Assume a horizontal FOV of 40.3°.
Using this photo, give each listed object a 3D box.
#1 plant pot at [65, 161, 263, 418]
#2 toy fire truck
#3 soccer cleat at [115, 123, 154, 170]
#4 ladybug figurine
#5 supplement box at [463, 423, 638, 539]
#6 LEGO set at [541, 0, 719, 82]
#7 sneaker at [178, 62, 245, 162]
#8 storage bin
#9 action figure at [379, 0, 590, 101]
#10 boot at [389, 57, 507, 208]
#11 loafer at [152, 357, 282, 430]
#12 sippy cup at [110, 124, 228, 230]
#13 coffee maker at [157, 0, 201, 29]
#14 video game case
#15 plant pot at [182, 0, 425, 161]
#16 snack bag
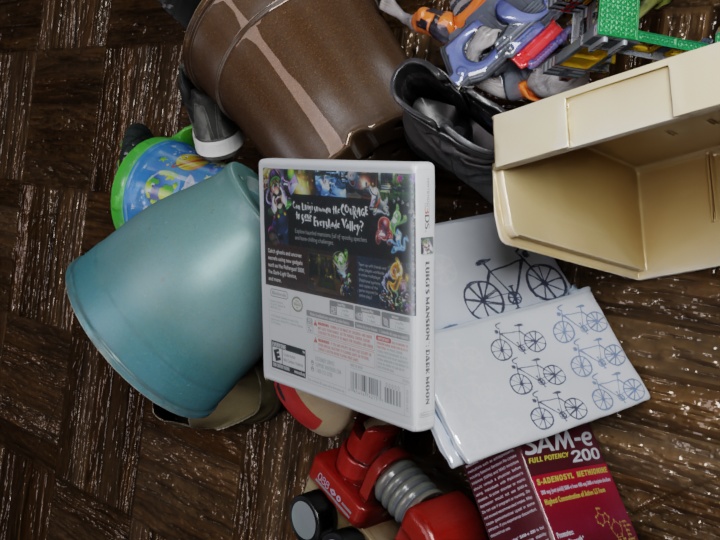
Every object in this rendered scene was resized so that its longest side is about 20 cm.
[{"bbox_3d":[-0.143,0.006,0.946,0.188,0.200,0.200,-40,58,10],"label":"plant pot"},{"bbox_3d":[0.051,0.183,0.852,0.176,0.128,0.201,42,125,38],"label":"toy fire truck"},{"bbox_3d":[-0.251,-0.084,1.200,0.081,0.067,0.201,-9,82,28],"label":"soccer cleat"},{"bbox_3d":[-0.037,0.079,0.888,0.200,0.072,0.137,144,139,-75],"label":"ladybug figurine"},{"bbox_3d":[0.147,0.180,0.750,0.061,0.108,0.201,-37,63,37],"label":"supplement box"},{"bbox_3d":[0.207,-0.215,0.715,0.116,0.153,0.201,160,107,-78],"label":"LEGO set"},{"bbox_3d":[-0.162,-0.207,1.067,0.201,0.066,0.091,-104,2,-51],"label":"sneaker"},{"bbox_3d":[0.219,-0.066,0.639,0.199,0.198,0.094,-12,74,43],"label":"storage bin"},{"bbox_3d":[0.135,-0.219,0.825,0.200,0.105,0.194,-35,60,-1],"label":"action figure"},{"bbox_3d":[0.111,-0.083,0.743,0.199,0.132,0.070,25,89,7],"label":"boot"},{"bbox_3d":[-0.158,0.142,1.075,0.200,0.067,0.076,-25,78,44],"label":"loafer"},{"bbox_3d":[-0.183,-0.073,1.087,0.130,0.139,0.179,14,112,33],"label":"sippy cup"},{"bbox_3d":[-0.118,-0.338,0.996,0.200,0.191,0.135,-43,42,31],"label":"coffee maker"},{"bbox_3d":[-0.015,0.009,0.734,0.200,0.023,0.183,10,103,53],"label":"video game case"},{"bbox_3d":[-0.033,-0.162,0.909,0.200,0.200,0.199,-47,64,31],"label":"plant pot"},{"bbox_3d":[0.105,0.036,0.750,0.201,0.188,0.021,65,148,24],"label":"snack bag"}]
